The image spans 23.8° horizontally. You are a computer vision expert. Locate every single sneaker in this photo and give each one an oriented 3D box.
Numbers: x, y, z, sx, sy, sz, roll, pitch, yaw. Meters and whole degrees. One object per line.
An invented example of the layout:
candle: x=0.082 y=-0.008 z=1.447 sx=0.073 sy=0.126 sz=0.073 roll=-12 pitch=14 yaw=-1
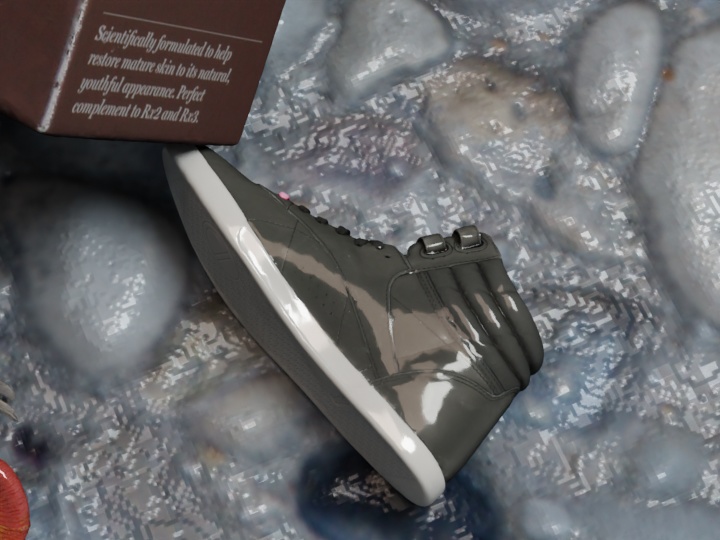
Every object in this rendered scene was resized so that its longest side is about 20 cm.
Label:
sneaker: x=0.000 y=0.000 z=0.762 sx=0.099 sy=0.071 sz=0.200 roll=-37 pitch=73 yaw=-18

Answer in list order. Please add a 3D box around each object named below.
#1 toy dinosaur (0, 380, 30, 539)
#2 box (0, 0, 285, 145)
toy dinosaur: x=-0.227 y=0.081 z=0.689 sx=0.180 sy=0.200 sz=0.106 roll=3 pitch=80 yaw=33
box: x=-0.143 y=-0.164 z=0.719 sx=0.199 sy=0.166 sz=0.165 roll=24 pitch=101 yaw=20
